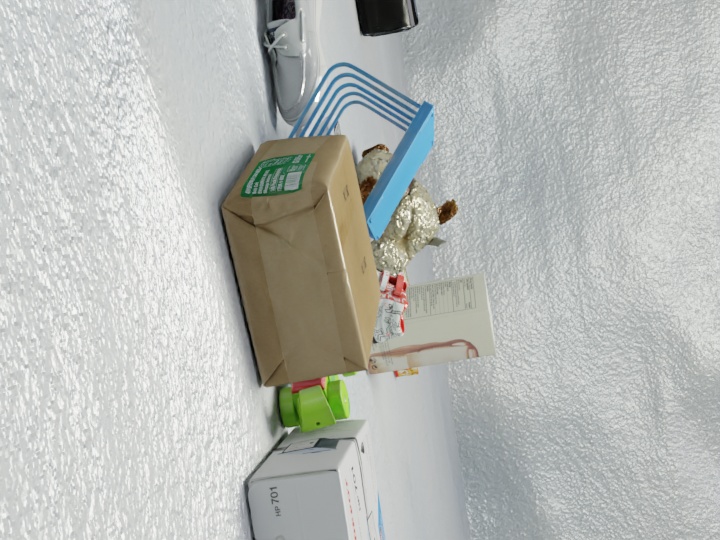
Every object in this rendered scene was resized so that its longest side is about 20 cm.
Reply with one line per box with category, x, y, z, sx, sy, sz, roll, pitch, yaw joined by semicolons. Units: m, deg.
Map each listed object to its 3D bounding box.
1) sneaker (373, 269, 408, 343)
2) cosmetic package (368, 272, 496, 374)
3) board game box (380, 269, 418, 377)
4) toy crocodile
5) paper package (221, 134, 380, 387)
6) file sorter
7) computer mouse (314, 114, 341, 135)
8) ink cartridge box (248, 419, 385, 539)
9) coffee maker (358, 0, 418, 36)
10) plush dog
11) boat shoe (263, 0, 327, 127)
sneaker;0.000;0.000;1.419;0.067;0.106;0.205;-80;160;-65
cosmetic package;0.101;0.080;1.728;0.104;0.196;0.088;-85;163;-57
board game box;0.066;0.065;2.041;0.153;0.045;0.202;-89;168;-46
toy crocodile;-0.043;0.102;1.152;0.201;0.066;0.063;-81;160;-64
paper package;-0.050;-0.016;1.098;0.201;0.101;0.194;-76;155;-68
file sorter;0.000;-0.134;1.289;0.140;0.122;0.200;-59;174;-2
computer mouse;-0.042;-0.104;1.469;0.110;0.043;0.203;-74;160;-61
ink cartridge box;-0.033;0.231;1.042;0.200;0.084;0.149;-37;119;-83
coffee maker;0.036;-0.571;2.270;0.192;0.133;0.204;-33;116;-56
plush dog;0.055;-0.120;1.893;0.172;0.159;0.202;50;24;-28
boat shoe;-0.079;-0.264;1.292;0.068;0.071;0.204;18;72;-50
